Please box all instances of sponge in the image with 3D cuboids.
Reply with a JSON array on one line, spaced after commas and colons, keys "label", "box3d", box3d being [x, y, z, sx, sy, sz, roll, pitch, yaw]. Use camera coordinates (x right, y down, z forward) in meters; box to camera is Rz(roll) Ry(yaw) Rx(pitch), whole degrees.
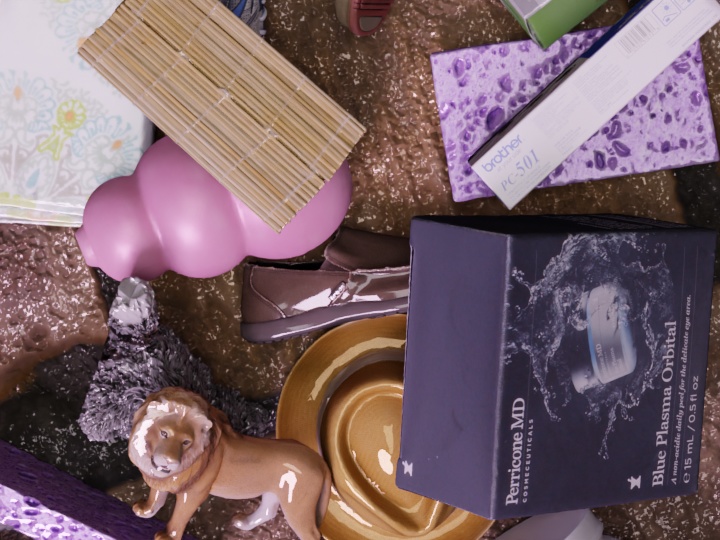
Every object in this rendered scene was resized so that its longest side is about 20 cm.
[{"label": "sponge", "box3d": [-0.201, 0.191, 1.372, 0.200, 0.112, 0.030, 26, 95, -1]}, {"label": "sponge", "box3d": [0.159, -0.121, 1.357, 0.199, 0.030, 0.112, -9, 96, 3]}]

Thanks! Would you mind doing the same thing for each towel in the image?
[{"label": "towel", "box3d": [-0.237, -0.130, 1.370, 0.171, 0.048, 0.201, 4, 97, -2]}]

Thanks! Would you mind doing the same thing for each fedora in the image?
[{"label": "fedora", "box3d": [0.027, 0.134, 1.372, 0.200, 0.082, 0.201, 0, 97, 2]}]

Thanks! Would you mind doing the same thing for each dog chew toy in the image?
[{"label": "dog chew toy", "box3d": [-0.109, -0.052, 1.323, 0.200, 0.125, 0.125, -21, 96, -9]}]

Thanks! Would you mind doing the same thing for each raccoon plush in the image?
[{"label": "raccoon plush", "box3d": [-0.128, 0.092, 1.331, 0.134, 0.200, 0.097, 22, 70, 0]}]

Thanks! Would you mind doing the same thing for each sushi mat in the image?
[{"label": "sushi mat", "box3d": [-0.097, -0.124, 1.271, 0.200, 0.012, 0.096, 42, 86, 9]}]

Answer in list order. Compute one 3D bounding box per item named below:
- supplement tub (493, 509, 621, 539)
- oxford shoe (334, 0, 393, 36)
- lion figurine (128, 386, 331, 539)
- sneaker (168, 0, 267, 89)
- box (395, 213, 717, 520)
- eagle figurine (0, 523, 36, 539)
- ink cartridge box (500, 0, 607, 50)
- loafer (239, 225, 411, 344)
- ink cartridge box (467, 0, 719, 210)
[{"label": "supplement tub", "box3d": [0.169, 0.289, 1.355, 0.145, 0.145, 0.200, -32, 95, 5]}, {"label": "oxford shoe", "box3d": [-0.004, -0.275, 1.345, 0.075, 0.070, 0.201, 11, 99, 27]}, {"label": "lion figurine", "box3d": [-0.087, 0.145, 1.317, 0.200, 0.072, 0.123, 10, 117, -36]}, {"label": "sneaker", "box3d": [-0.106, -0.203, 1.345, 0.077, 0.085, 0.200, 18, 84, 37]}, {"label": "box", "box3d": [0.140, 0.063, 1.299, 0.200, 0.117, 0.197, -2, 98, -34]}, {"label": "eagle figurine", "box3d": [-0.328, 0.253, 1.393, 0.200, 0.151, 0.152, -27, 51, 33]}, {"label": "ink cartridge box", "box3d": [0.174, -0.265, 1.312, 0.200, 0.059, 0.104, -38, 64, 5]}, {"label": "loafer", "box3d": [0.000, 0.000, 1.362, 0.199, 0.073, 0.071, -15, 96, 3]}, {"label": "ink cartridge box", "box3d": [0.163, -0.128, 1.287, 0.200, 0.094, 0.044, -42, 94, 5]}]
